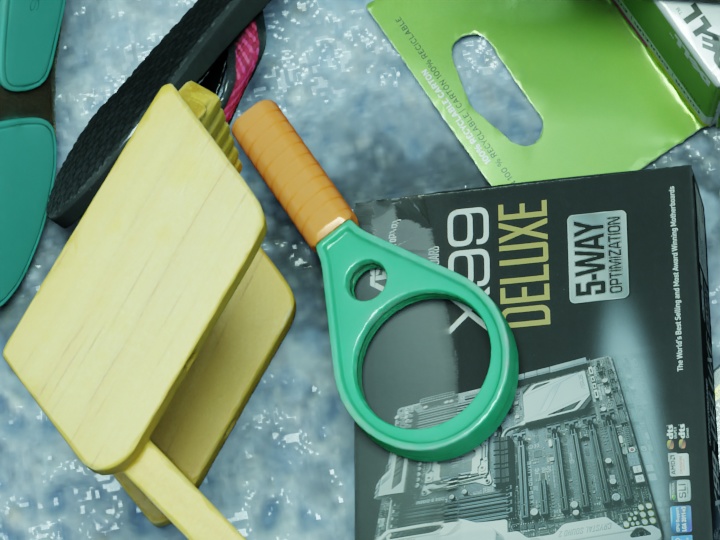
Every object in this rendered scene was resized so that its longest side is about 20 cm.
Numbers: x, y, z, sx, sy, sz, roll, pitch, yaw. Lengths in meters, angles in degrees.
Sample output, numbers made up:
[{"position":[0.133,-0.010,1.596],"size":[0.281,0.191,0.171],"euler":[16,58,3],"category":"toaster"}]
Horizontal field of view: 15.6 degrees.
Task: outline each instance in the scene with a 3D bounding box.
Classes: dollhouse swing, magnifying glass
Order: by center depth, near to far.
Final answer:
[{"position":[-0.039,0.053,1.119],"size":[0.175,0.200,0.182],"euler":[29,81,9],"category":"dollhouse swing"},{"position":[0.000,0.000,1.166],"size":[0.079,0.022,0.200],"euler":[-38,58,5],"category":"magnifying glass"}]

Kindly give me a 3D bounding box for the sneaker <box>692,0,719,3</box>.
[{"position":[0.133,-0.181,1.156],"size":[0.199,0.075,0.107],"euler":[9,74,-4],"category":"sneaker"}]

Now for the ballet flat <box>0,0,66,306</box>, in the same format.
[{"position":[-0.175,-0.081,1.216],"size":[0.067,0.068,0.201],"euler":[22,104,38],"category":"ballet flat"}]

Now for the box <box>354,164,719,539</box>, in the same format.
[{"position":[0.077,0.060,1.158],"size":[0.157,0.050,0.201],"euler":[-5,66,13],"category":"box"}]

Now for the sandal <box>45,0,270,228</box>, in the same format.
[{"position":[-0.069,-0.092,1.221],"size":[0.045,0.075,0.200],"euler":[45,75,-21],"category":"sandal"}]

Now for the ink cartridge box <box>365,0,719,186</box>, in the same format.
[{"position":[0.123,-0.131,1.214],"size":[0.199,0.076,0.148],"euler":[-34,79,-6],"category":"ink cartridge box"}]

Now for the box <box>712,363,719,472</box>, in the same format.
[{"position":[0.199,0.117,1.174],"size":[0.200,0.049,0.161],"euler":[-45,82,-6],"category":"box"}]
